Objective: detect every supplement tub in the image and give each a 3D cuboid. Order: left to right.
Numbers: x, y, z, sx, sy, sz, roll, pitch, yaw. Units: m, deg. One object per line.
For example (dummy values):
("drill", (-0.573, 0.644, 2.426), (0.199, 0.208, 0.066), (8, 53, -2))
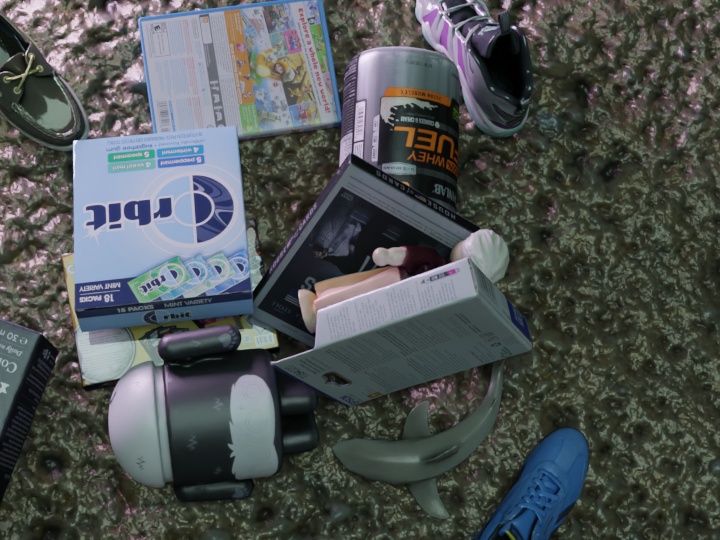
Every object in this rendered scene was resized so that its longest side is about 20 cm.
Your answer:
("supplement tub", (0.039, -0.112, 1.333), (0.121, 0.123, 0.203), (3, 79, -5))

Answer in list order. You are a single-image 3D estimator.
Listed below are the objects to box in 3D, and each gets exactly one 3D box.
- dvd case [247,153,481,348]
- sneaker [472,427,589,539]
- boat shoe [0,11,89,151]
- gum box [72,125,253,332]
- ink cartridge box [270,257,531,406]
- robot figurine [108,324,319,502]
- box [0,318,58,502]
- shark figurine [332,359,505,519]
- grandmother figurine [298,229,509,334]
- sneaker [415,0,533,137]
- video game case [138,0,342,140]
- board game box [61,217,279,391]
("dvd case", (0.000, 0.000, 1.269), (0.149, 0.025, 0.201), (28, 120, -16))
("sneaker", (0.168, 0.239, 1.292), (0.066, 0.079, 0.201), (36, 75, 5))
("boat shoe", (-0.356, -0.205, 1.348), (0.072, 0.060, 0.202), (-42, 84, -12))
("gum box", (-0.196, -0.044, 1.301), (0.167, 0.045, 0.202), (-6, 57, -5))
("ink cartridge box", (0.040, 0.062, 1.213), (0.198, 0.196, 0.044), (-18, 68, 15))
("robot figurine", (-0.140, 0.139, 1.261), (0.197, 0.125, 0.152), (-6, 75, -8))
("box", (-0.415, 0.127, 1.239), (0.198, 0.124, 0.199), (19, 78, -1))
("shark figurine", (0.093, 0.156, 1.299), (0.214, 0.090, 0.129), (-39, 85, -10))
("grandmother figurine", (0.043, 0.012, 1.230), (0.198, 0.121, 0.061), (-19, 61, 11))
("sneaker", (0.126, -0.246, 1.361), (0.077, 0.140, 0.202), (-29, 82, -11))
("video game case", (-0.127, -0.209, 1.393), (0.197, 0.018, 0.145), (-8, 78, -7))
("board game box", (-0.190, 0.033, 1.324), (0.197, 0.035, 0.137), (-10, 79, -7))
